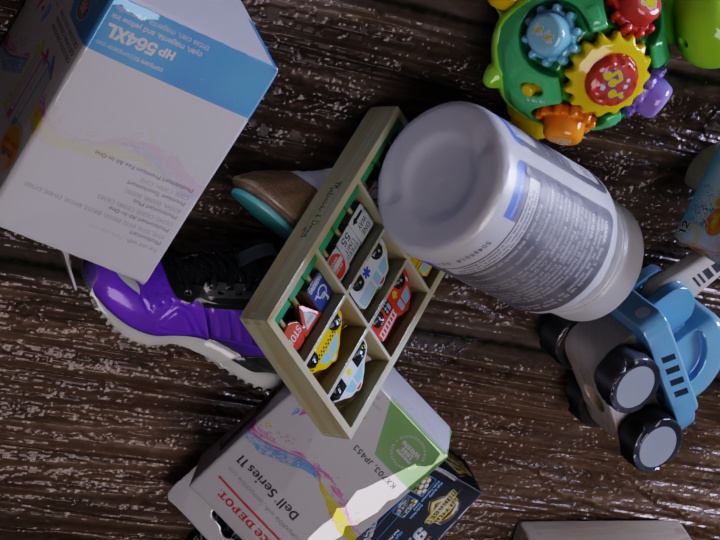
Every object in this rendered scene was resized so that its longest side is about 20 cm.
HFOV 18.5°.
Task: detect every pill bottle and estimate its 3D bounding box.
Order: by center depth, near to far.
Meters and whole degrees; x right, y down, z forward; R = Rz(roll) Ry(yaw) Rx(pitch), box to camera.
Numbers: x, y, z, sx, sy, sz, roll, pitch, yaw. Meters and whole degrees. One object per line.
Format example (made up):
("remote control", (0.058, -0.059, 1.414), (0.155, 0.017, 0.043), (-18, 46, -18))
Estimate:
("pill bottle", (0.112, -0.035, 1.572), (0.114, 0.114, 0.199), (-48, 140, 14))

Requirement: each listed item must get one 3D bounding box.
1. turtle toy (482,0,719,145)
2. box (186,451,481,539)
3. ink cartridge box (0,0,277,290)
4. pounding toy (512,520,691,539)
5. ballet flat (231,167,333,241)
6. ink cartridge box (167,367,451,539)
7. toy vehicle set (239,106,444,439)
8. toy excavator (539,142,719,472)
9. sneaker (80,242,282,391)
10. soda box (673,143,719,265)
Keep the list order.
("turtle toy", (0.179, -0.161, 1.540), (0.199, 0.101, 0.147), (-20, 127, -7))
("box", (-0.027, 0.201, 1.737), (0.158, 0.046, 0.200), (31, 107, -33))
("ink cartridge box", (-0.168, -0.100, 1.434), (0.125, 0.129, 0.201), (23, 111, -31))
("pounding toy", (0.213, 0.332, 1.853), (0.183, 0.142, 0.201), (2, 121, -21))
("ballet flat", (-0.016, -0.026, 1.587), (0.072, 0.068, 0.200), (-50, 127, -9))
("ink cartridge box", (-0.043, 0.151, 1.633), (0.200, 0.067, 0.117), (-43, 98, 13))
("toy vehicle set", (0.000, 0.000, 1.548), (0.125, 0.026, 0.201), (55, 53, -37))
("toy excavator", (0.242, 0.023, 1.704), (0.199, 0.100, 0.195), (-35, 128, -13))
("sneaker", (-0.102, 0.010, 1.559), (0.199, 0.070, 0.099), (23, 125, -41))
("soda box", (0.311, -0.093, 1.618), (0.063, 0.068, 0.201), (28, 89, -33))
